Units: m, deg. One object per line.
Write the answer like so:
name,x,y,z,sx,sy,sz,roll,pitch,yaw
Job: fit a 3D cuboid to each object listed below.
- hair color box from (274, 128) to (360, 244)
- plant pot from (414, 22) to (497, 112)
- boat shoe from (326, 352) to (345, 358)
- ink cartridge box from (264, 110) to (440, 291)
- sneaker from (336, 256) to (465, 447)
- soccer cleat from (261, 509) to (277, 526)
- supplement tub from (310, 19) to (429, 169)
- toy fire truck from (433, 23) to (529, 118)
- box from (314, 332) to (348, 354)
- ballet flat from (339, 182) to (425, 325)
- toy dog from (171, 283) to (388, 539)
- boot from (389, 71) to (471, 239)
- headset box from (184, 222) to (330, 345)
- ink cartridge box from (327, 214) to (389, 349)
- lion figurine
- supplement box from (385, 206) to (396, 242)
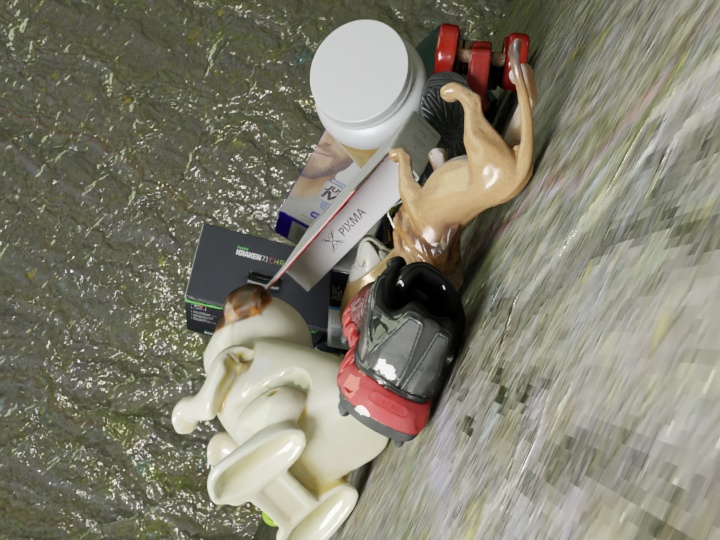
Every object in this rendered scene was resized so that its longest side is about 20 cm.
hair color box,-0.031,-0.121,1.032,0.203,0.107,0.065,-65,2,-31
plant pot,0.129,-0.259,1.133,0.201,0.133,0.201,-49,-9,-10
boat shoe,-0.060,0.118,0.778,0.073,0.075,0.200,-61,2,-19
ink cartridge box,-0.016,-0.046,0.718,0.200,0.044,0.177,-44,10,39
sneaker,0.030,0.035,0.510,0.100,0.070,0.201,-62,6,13
soccer cleat,-0.091,0.310,1.142,0.082,0.066,0.203,81,-148,-59
supplement tub,0.025,-0.209,0.916,0.147,0.142,0.200,-63,-20,-3
toy fire truck,0.145,-0.219,0.933,0.200,0.109,0.173,-62,-19,-74
box,-0.044,0.102,1.055,0.159,0.050,0.202,-60,5,41
ballet flat,0.036,-0.029,0.737,0.200,0.063,0.069,-45,12,9
toy dog,-0.071,0.097,0.618,0.194,0.139,0.200,-46,40,1
boot,0.082,-0.110,0.868,0.201,0.064,0.169,112,158,-66
headset box,-0.125,0.030,0.903,0.200,0.169,0.095,130,152,-69
ink cartridge box,0.000,0.000,0.879,0.201,0.038,0.102,-63,-22,-62
lion figurine,0.078,-0.062,0.548,0.200,0.071,0.126,128,138,-56
supplement box,0.074,-0.093,1.056,0.203,0.107,0.110,-64,1,-24
